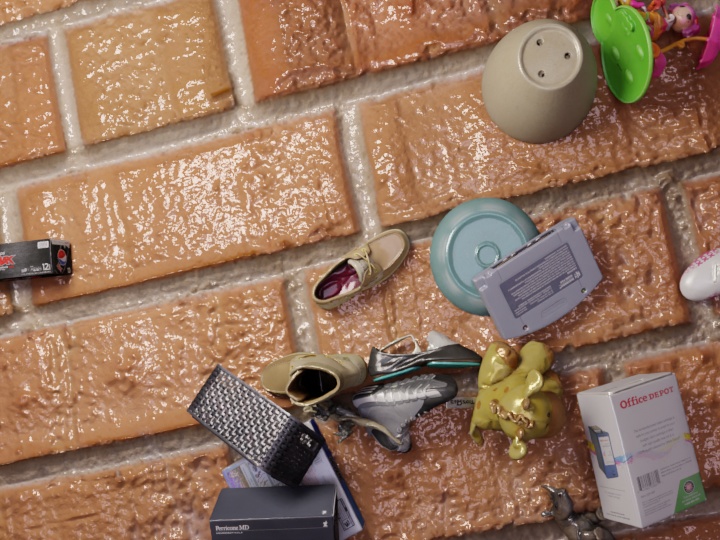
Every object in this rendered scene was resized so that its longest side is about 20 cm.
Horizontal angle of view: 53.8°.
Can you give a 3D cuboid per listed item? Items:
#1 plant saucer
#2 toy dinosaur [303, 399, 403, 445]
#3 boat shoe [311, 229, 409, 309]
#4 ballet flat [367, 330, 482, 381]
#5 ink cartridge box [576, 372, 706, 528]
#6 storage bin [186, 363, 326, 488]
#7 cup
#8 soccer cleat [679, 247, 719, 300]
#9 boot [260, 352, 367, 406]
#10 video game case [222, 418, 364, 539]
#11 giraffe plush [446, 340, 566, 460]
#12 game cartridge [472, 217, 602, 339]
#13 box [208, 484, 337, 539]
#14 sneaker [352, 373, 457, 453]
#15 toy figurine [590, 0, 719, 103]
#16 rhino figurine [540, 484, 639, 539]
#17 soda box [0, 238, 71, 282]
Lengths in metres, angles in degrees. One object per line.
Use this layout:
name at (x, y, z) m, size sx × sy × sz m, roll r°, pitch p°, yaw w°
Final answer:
plant saucer at (0.215, -0.025, 1.209) m, size 0.195 × 0.036 × 0.206 m, roll 0°, pitch 87°, yaw 7°
toy dinosaur at (-0.029, 0.246, 1.170) m, size 0.197 × 0.087 × 0.049 m, roll 17°, pitch 96°, yaw 34°
boat shoe at (0.000, 0.000, 1.218) m, size 0.199 × 0.066 × 0.075 m, roll -38°, pitch 84°, yaw 4°
ballet flat at (0.106, 0.140, 1.201) m, size 0.195 × 0.068 × 0.070 m, roll -9°, pitch 78°, yaw 6°
ink cartridge box at (0.440, 0.275, 1.115) m, size 0.142 × 0.087 × 0.205 m, roll -11°, pitch 87°, yaw -23°
storage bin at (-0.169, 0.253, 1.158) m, size 0.198 × 0.136 × 0.095 m, roll 28°, pitch 76°, yaw 30°
cup at (0.300, -0.325, 1.159) m, size 0.195 × 0.143 × 0.206 m, roll 0°, pitch 86°, yaw 7°
soccer cleat at (0.609, -0.015, 1.134) m, size 0.197 × 0.086 × 0.071 m, roll -27°, pitch 84°, yaw 5°
boot at (-0.100, 0.181, 1.171) m, size 0.195 × 0.155 × 0.075 m, roll -5°, pitch 90°, yaw 18°
video game case at (-0.115, 0.390, 1.224) m, size 0.179 × 0.045 × 0.203 m, roll -28°, pitch 84°, yaw 4°
giraffe plush at (0.251, 0.206, 1.104) m, size 0.196 × 0.162 × 0.177 m, roll -17°, pitch 96°, yaw -12°
game cartridge at (0.295, 0.020, 1.170) m, size 0.197 × 0.041 × 0.135 m, roll -31°, pitch 100°, yaw -3°
box at (-0.130, 0.453, 1.135) m, size 0.195 × 0.104 × 0.187 m, roll -2°, pitch 101°, yaw 1°
sneaker at (0.086, 0.243, 1.182) m, size 0.197 × 0.075 × 0.118 m, roll -13°, pitch 97°, yaw 35°
toy figurine at (0.502, -0.388, 1.165) m, size 0.180 × 0.151 × 0.204 m, roll -13°, pitch 61°, yaw -7°
rhino figurine at (0.366, 0.421, 1.147) m, size 0.199 × 0.088 × 0.060 m, roll 42°, pitch 53°, yaw 8°
soda box at (-0.634, -0.015, 1.295) m, size 0.195 × 0.071 × 0.065 m, roll -5°, pitch 88°, yaw 7°
